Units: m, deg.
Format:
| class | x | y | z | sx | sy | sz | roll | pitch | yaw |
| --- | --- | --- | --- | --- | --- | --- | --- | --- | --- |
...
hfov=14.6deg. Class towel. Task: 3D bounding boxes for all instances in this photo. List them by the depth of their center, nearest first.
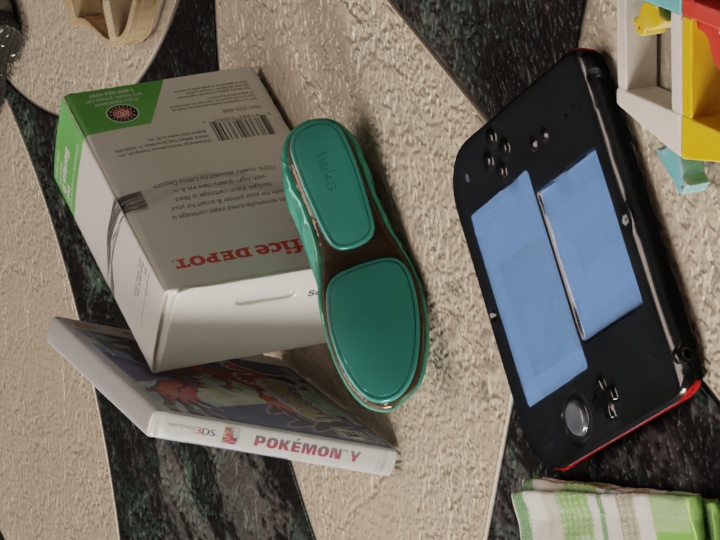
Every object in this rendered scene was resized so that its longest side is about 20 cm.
| class | x | y | z | sx | sy | sz | roll | pitch | yaw |
| --- | --- | --- | --- | --- | --- | --- | --- | --- | --- |
| towel | 0.154 | 0.189 | 1.549 | 0.200 | 0.031 | 0.149 | -5 | 97 | 65 |

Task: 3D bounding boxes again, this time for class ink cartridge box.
| class | x | y | z | sx | sy | sz | roll | pitch | yaw |
| --- | --- | --- | --- | --- | --- | --- | --- | --- | --- |
| ink cartridge box | -0.106 | -0.036 | 1.893 | 0.084 | 0.146 | 0.200 | 104 | 147 | -43 |

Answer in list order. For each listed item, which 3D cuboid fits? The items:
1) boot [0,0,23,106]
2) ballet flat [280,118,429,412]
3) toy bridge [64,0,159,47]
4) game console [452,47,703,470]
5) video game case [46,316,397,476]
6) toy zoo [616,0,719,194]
| class | x | y | z | sx | sy | sz | roll | pitch | yaw |
| --- | --- | --- | --- | --- | --- | --- | --- | --- | --- |
| boot | -0.357 | -0.220 | 2.513 | 0.200 | 0.070 | 0.132 | -47 | 53 | 49 |
| ballet flat | 0.000 | 0.000 | 1.788 | 0.070 | 0.067 | 0.200 | 73 | 180 | -74 |
| toy bridge | -0.185 | -0.207 | 2.156 | 0.200 | 0.027 | 0.067 | 166 | 93 | -67 |
| game console | 0.115 | -0.002 | 1.546 | 0.177 | 0.031 | 0.200 | 136 | 120 | -63 |
| video game case | -0.095 | 0.083 | 1.882 | 0.200 | 0.182 | 0.023 | 35 | 110 | 59 |
| toy zoo | 0.167 | -0.135 | 1.383 | 0.131 | 0.020 | 0.200 | -148 | 52 | -60 |
